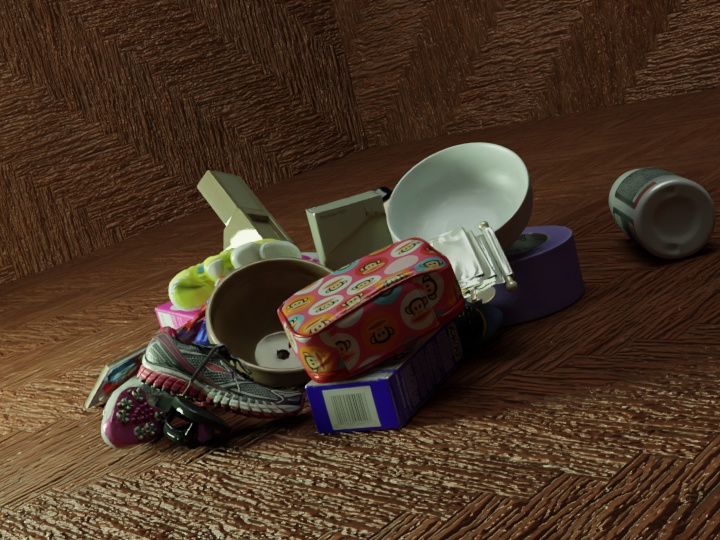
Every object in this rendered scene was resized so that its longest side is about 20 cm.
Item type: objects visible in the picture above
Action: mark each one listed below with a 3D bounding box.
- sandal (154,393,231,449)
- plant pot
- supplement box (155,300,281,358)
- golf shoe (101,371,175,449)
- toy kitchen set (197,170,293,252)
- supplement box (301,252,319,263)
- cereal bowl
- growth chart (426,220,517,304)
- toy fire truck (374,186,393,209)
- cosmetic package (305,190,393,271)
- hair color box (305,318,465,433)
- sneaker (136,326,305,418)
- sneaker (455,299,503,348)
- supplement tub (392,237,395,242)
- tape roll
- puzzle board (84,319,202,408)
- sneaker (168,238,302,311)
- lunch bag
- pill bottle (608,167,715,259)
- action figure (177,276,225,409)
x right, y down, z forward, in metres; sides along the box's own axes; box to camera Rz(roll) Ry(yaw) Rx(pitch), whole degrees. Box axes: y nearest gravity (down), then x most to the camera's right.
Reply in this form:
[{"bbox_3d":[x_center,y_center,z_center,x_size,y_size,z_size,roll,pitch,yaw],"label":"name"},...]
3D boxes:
[{"bbox_3d":[-0.203,0.183,1.160,0.048,0.075,0.200,-65,15,-13],"label":"sandal"},{"bbox_3d":[-0.101,0.083,1.291,0.199,0.093,0.202,1,46,-1],"label":"plant pot"},{"bbox_3d":[-0.216,0.092,1.470,0.101,0.104,0.199,-22,15,-29],"label":"supplement box"},{"bbox_3d":[-0.295,0.185,1.266,0.091,0.076,0.200,-34,9,15],"label":"golf shoe"},{"bbox_3d":[-0.211,-0.029,1.685,0.200,0.181,0.163,-51,-29,21],"label":"toy kitchen set"},{"bbox_3d":[-0.077,0.036,1.515,0.101,0.104,0.199,-24,17,-34],"label":"supplement box"},{"bbox_3d":[0.140,-0.075,1.328,0.198,0.084,0.201,-15,46,15],"label":"cereal bowl"},{"bbox_3d":[0.088,0.009,1.205,0.198,0.018,0.146,-19,44,13],"label":"growth chart"},{"bbox_3d":[0.027,-0.022,1.674,0.176,0.201,0.128,-41,52,-18],"label":"toy fire truck"},{"bbox_3d":[0.000,0.000,1.374,0.103,0.202,0.073,-17,12,-8],"label":"cosmetic package"},{"bbox_3d":[0.034,0.116,1.142,0.108,0.065,0.200,-9,12,29],"label":"hair color box"},{"bbox_3d":[-0.159,0.125,1.152,0.198,0.075,0.081,18,-11,0],"label":"sneaker"},{"bbox_3d":[0.091,0.074,1.279,0.199,0.067,0.078,-7,3,33],"label":"sneaker"},{"bbox_3d":[0.128,-0.042,1.538,0.199,0.146,0.144,-24,15,-36],"label":"supplement tub"},{"bbox_3d":[0.205,0.007,1.368,0.198,0.086,0.200,-16,12,3],"label":"tape roll"},{"bbox_3d":[-0.308,0.136,1.396,0.150,0.017,0.200,-28,-8,-31],"label":"puzzle board"},{"bbox_3d":[-0.181,-0.003,1.435,0.198,0.076,0.105,-15,11,0],"label":"sneaker"},{"bbox_3d":[0.005,0.036,1.122,0.199,0.082,0.176,-27,21,-8],"label":"lunch bag"},{"bbox_3d":[0.437,-0.091,1.448,0.113,0.115,0.200,-14,12,4],"label":"pill bottle"},{"bbox_3d":[-0.204,0.087,1.310,0.051,0.066,0.201,-2,49,19],"label":"action figure"}]
